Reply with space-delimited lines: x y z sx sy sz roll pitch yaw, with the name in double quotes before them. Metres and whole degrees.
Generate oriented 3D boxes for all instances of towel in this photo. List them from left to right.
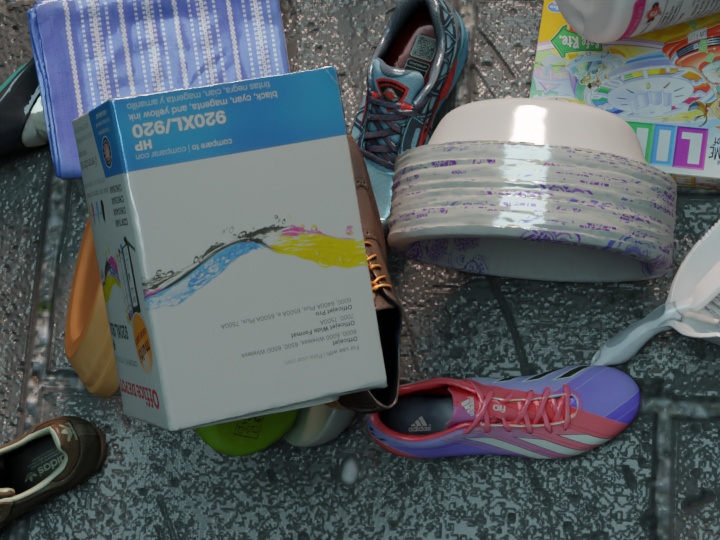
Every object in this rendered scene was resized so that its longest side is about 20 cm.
"towel" -0.155 -0.155 1.246 0.199 0.024 0.146 -9 91 -5

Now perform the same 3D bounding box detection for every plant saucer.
"plant saucer" -0.182 -0.007 1.167 0.037 0.200 0.201 13 77 -18

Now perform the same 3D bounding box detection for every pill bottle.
"pill bottle" 0.245 -0.242 1.148 0.199 0.113 0.114 -17 72 -17

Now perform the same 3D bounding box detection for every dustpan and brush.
"dustpan and brush" 0.246 0.021 1.122 0.057 0.140 0.200 30 125 -19

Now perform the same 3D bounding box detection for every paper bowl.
"paper bowl" 0.121 -0.056 1.105 0.200 0.201 0.105 3 81 12

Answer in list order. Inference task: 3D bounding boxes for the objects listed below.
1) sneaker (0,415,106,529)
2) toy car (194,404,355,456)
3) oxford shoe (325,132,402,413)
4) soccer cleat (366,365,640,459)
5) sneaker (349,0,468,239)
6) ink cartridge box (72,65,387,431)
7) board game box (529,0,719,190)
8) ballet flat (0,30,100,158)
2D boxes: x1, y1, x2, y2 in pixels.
"sneaker" -0.292 0.170 1.204 0.200 0.076 0.071 -35 72 1
"toy car" -0.090 0.033 1.166 0.150 0.175 0.201 7 84 51
"oxford shoe" 0.000 0.000 1.089 0.071 0.073 0.201 -13 100 -30
"soccer cleat" 0.102 0.102 1.138 0.199 0.076 0.067 -5 75 11
"sneaker" 0.022 -0.124 1.201 0.079 0.096 0.201 12 79 15
"ink cartridge box" -0.086 -0.013 0.994 0.144 0.147 0.201 -11 94 -19
"board game box" 0.230 -0.134 1.192 0.199 0.034 0.135 7 78 13
"ballet flat" -0.240 -0.155 1.280 0.073 0.073 0.200 35 83 17
